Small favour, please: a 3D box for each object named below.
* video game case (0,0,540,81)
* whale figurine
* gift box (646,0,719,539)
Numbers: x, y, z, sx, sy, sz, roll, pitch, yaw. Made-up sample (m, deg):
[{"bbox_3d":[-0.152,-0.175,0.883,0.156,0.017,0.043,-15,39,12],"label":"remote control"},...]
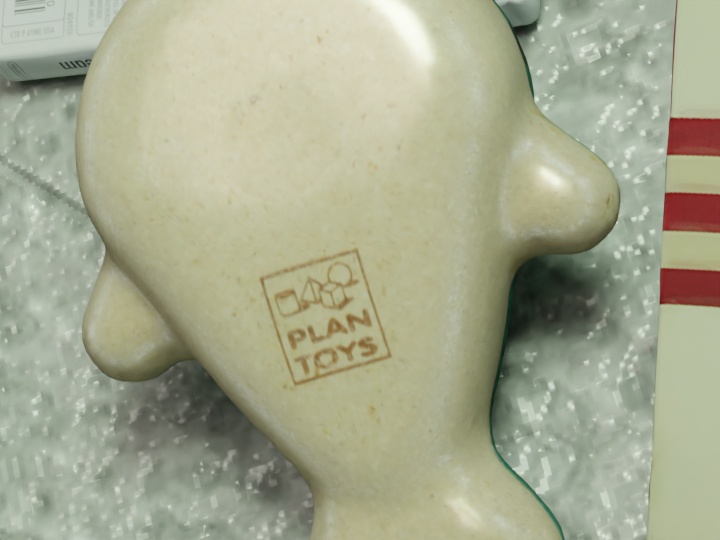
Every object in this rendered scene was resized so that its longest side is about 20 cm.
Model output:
[{"bbox_3d":[-0.028,-0.163,0.817,0.182,0.024,0.200,-4,68,20],"label":"video game case"},{"bbox_3d":[0.000,0.000,0.716,0.159,0.104,0.200,-18,89,13],"label":"whale figurine"},{"bbox_3d":[0.186,0.006,0.570,0.186,0.184,0.200,2,94,32],"label":"gift box"}]
